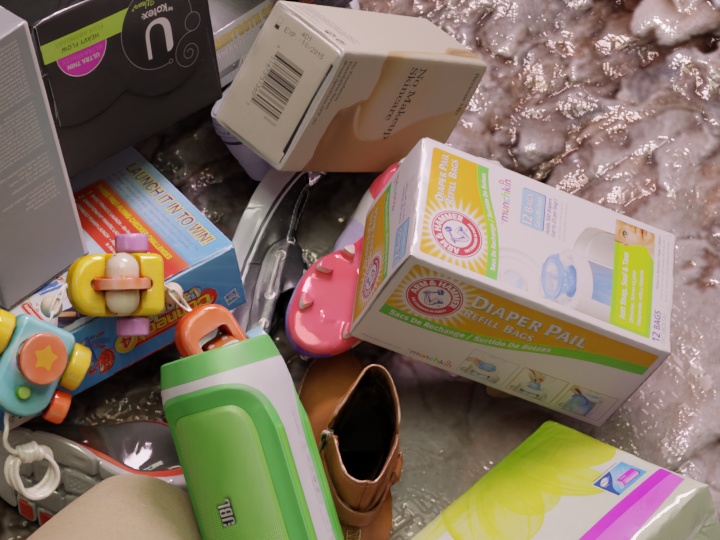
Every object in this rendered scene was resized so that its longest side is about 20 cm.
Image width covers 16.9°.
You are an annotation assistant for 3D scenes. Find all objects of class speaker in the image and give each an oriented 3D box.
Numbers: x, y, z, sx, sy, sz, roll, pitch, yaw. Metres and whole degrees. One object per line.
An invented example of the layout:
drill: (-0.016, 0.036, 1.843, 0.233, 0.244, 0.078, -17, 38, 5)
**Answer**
speaker: (-0.065, 0.146, 1.547, 0.088, 0.088, 0.200, -16, 88, -16)

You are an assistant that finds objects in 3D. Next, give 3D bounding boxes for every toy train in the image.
toy train: (-0.155, 0.060, 1.588, 0.200, 0.056, 0.150, -29, 97, -20)

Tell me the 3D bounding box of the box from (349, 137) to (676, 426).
box: (0.105, 0.009, 1.669, 0.200, 0.101, 0.113, 21, 49, -14)

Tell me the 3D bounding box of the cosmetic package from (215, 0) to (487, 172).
cosmetic package: (-0.003, -0.130, 1.757, 0.071, 0.105, 0.200, 39, 23, 26)

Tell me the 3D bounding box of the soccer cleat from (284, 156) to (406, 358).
soccer cleat: (0.000, 0.000, 1.740, 0.067, 0.076, 0.200, 33, 51, -2)

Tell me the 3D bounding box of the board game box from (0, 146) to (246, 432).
board game box: (-0.215, -0.002, 1.700, 0.196, 0.056, 0.200, -28, 44, -19)

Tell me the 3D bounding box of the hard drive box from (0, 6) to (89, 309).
hard drive box: (-0.277, -0.096, 1.624, 0.077, 0.200, 0.156, -37, 49, -28)

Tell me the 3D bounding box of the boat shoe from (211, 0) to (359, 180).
boat shoe: (-0.054, -0.142, 1.848, 0.073, 0.067, 0.200, 1, 36, 33)

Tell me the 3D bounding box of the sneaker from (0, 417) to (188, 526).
sneaker: (-0.159, 0.138, 1.664, 0.200, 0.077, 0.082, 15, 31, 1)

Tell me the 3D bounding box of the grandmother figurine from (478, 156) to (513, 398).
grandmother figurine: (0.100, 0.000, 1.780, 0.121, 0.061, 0.200, 13, 49, -32)

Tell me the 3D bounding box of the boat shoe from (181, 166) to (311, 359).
boat shoe: (-0.065, 0.009, 1.743, 0.068, 0.072, 0.200, 18, 60, 8)

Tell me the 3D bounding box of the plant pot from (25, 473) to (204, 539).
plant pot: (-0.168, 0.230, 1.541, 0.187, 0.187, 0.200, 18, 43, 6)

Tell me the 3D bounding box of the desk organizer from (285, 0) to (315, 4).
desk organizer: (-0.087, -0.269, 1.826, 0.077, 0.072, 0.200, -38, 44, -25)

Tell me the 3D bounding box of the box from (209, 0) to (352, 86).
box: (-0.129, -0.202, 1.851, 0.200, 0.048, 0.158, -36, 42, -24)

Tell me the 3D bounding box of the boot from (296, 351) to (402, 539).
boot: (-0.009, 0.105, 1.634, 0.077, 0.155, 0.200, 7, 53, -1)

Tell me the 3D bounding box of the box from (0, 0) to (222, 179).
box: (-0.218, -0.175, 1.699, 0.148, 0.124, 0.200, -30, 41, -31)

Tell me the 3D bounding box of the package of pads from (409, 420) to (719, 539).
package of pads: (0.118, 0.195, 1.611, 0.200, 0.068, 0.154, -39, 37, -26)
